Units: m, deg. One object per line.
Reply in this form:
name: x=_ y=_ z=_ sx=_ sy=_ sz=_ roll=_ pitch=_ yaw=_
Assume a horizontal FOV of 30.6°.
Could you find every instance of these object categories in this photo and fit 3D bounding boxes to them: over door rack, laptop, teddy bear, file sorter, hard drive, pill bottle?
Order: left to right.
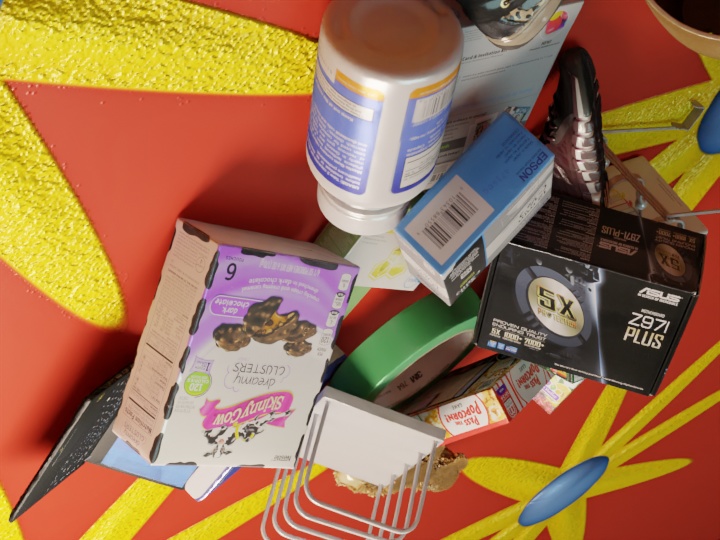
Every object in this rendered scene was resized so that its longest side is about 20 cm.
laptop: x=-0.209 y=0.169 z=1.255 sx=0.178 sy=0.103 sz=0.200 roll=-53 pitch=174 yaw=28
hard drive: x=-0.094 y=0.155 z=1.371 sx=0.132 sy=0.025 sz=0.200 roll=-50 pitch=173 yaw=24
file sorter: x=-0.015 y=0.233 z=1.427 sx=0.137 sy=0.126 sz=0.200 roll=20 pitch=152 yaw=-10
pill bottle: x=0.013 y=-0.123 z=1.061 sx=0.111 sy=0.112 sz=0.201 roll=-22 pitch=150 yaw=-23
teddy bear: x=0.050 y=0.245 z=1.723 sx=0.198 sy=0.067 sz=0.146 roll=-5 pitch=130 yaw=-34
over door rack: x=0.330 y=-0.097 z=1.412 sx=0.198 sy=0.148 sz=0.067 roll=-16 pitch=145 yaw=-31

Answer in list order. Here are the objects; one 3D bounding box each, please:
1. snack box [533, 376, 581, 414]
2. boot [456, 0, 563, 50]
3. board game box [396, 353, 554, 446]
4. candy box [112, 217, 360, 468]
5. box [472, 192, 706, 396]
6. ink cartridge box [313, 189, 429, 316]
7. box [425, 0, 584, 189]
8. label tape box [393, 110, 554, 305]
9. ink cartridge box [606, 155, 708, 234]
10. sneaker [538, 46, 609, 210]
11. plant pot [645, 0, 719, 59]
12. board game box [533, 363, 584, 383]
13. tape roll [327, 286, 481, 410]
snack box: x=0.282 y=0.078 z=1.638 sx=0.143 sy=0.053 sz=0.200 roll=-53 pitch=176 yaw=28
boot: x=0.121 y=-0.276 z=0.982 sx=0.150 sy=0.073 sz=0.201 roll=18 pitch=112 yaw=-50
board game box: x=0.118 y=0.151 z=1.530 sx=0.199 sy=0.047 sz=0.151 roll=-25 pitch=-174 yaw=39
candy box: x=-0.108 y=0.070 z=1.162 sx=0.167 sy=0.071 sz=0.202 roll=9 pitch=104 yaw=-44
box: x=0.226 y=0.021 z=1.320 sx=0.165 sy=0.198 sz=0.087 roll=99 pitch=10 yaw=-48
ink cartridge box: x=0.000 y=0.000 z=1.302 sx=0.145 sy=0.048 sz=0.201 roll=6 pitch=129 yaw=-51
box: x=0.097 y=-0.160 z=1.173 sx=0.155 sy=0.041 sz=0.201 roll=-18 pitch=148 yaw=-32
label tape box: x=0.107 y=-0.045 z=1.195 sx=0.143 sy=0.066 sz=0.200 roll=-47 pitch=165 yaw=-4
ink cartridge box: x=0.258 y=-0.021 z=1.470 sx=0.198 sy=0.126 sz=0.129 roll=-19 pitch=148 yaw=-30
sneaker: x=0.180 y=-0.122 z=1.297 sx=0.114 sy=0.076 sz=0.202 roll=-1 pitch=125 yaw=18
plant pot: x=0.330 y=-0.260 z=1.159 sx=0.186 sy=0.187 sz=0.200 roll=-38 pitch=164 yaw=5
board game box: x=0.212 y=0.071 z=1.501 sx=0.104 sy=0.199 sz=0.024 roll=-15 pitch=115 yaw=-29
tape roll: x=0.056 y=0.095 z=1.466 sx=0.200 sy=0.048 sz=0.201 roll=-35 pitch=163 yaw=-12
